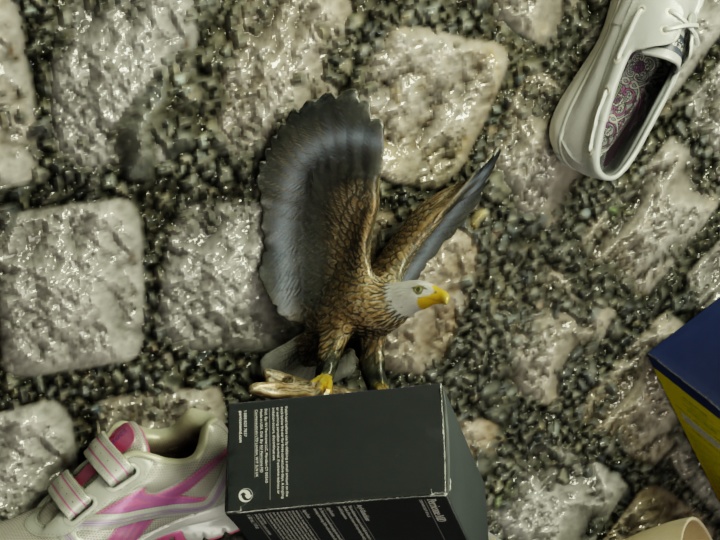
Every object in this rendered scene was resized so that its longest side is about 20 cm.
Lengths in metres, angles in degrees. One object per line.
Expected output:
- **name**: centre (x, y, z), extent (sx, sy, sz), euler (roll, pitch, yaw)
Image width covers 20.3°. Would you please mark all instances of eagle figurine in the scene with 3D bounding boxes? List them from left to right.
- **eagle figurine**: centre (0.007, 0.000, 1.323), extent (0.152, 0.150, 0.201), euler (48, 48, -72)

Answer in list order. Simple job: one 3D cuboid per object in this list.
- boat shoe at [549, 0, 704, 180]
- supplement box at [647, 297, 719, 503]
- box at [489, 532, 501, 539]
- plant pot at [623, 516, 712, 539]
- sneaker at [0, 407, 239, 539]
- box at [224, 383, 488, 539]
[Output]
- **boat shoe**: centre (0.196, -0.154, 1.364), extent (0.072, 0.069, 0.201), euler (27, 98, -33)
- **supplement box**: centre (0.320, 0.122, 1.528), extent (0.109, 0.109, 0.201), euler (-36, 124, -8)
- **box**: centre (0.027, 0.270, 1.482), extent (0.158, 0.048, 0.200), euler (33, 95, -35)
- **plant pot**: centre (0.204, 0.296, 1.519), extent (0.134, 0.201, 0.201), euler (-12, 124, 19)
- **sneaker**: centre (-0.165, 0.145, 1.315), extent (0.199, 0.081, 0.089), euler (-21, 119, -27)
- **box**: centre (0.003, 0.149, 1.313), extent (0.140, 0.079, 0.200), euler (-4, 155, 10)
